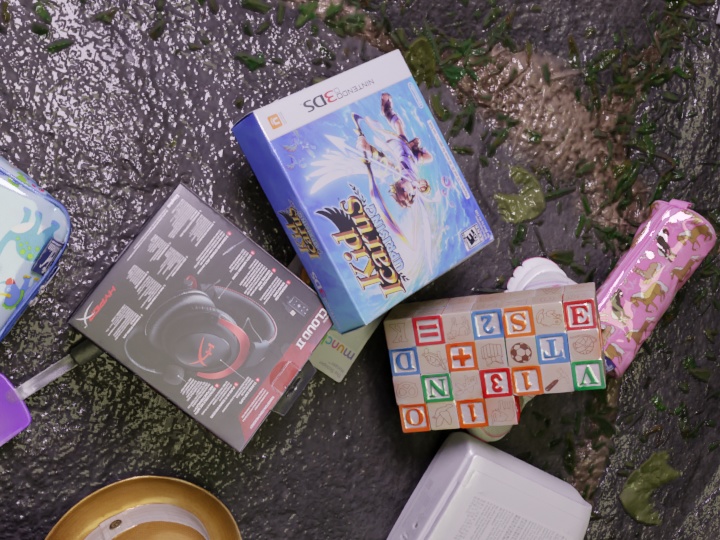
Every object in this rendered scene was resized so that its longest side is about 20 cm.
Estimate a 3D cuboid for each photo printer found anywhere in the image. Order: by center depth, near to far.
[{"bbox_3d":[0.141,0.277,1.013,0.199,0.069,0.167,28,94,-26],"label":"photo printer"}]

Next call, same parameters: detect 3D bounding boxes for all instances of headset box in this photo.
[{"bbox_3d":[-0.126,0.047,0.828,0.200,0.075,0.149,39,77,-13],"label":"headset box"}]

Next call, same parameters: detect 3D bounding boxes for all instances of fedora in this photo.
[{"bbox_3d":[-0.193,0.286,0.863,0.199,0.082,0.203,-5,102,-24],"label":"fedora"}]

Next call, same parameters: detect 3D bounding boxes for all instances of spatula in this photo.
[{"bbox_3d":[-0.260,0.084,0.829,0.199,0.021,0.057,-35,96,-19],"label":"spatula"}]

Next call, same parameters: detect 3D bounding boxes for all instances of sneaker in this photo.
[{"bbox_3d":[0.167,0.085,0.983,0.081,0.088,0.201,24,91,-25],"label":"sneaker"}]

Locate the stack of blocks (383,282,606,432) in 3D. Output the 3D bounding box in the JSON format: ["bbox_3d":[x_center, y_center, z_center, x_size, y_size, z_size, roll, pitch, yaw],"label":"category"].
[{"bbox_3d":[0.131,0.084,0.924,0.198,0.059,0.116,-7,102,16],"label":"stack of blocks"}]

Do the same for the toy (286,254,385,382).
[{"bbox_3d":[0.000,0.000,0.917,0.115,0.047,0.201,36,84,-24],"label":"toy"}]

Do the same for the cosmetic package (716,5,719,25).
[{"bbox_3d":[0.475,-0.299,0.991,0.089,0.200,0.108,9,98,-23],"label":"cosmetic package"}]

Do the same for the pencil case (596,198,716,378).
[{"bbox_3d":[0.297,0.018,1.035,0.083,0.087,0.200,38,82,6],"label":"pencil case"}]

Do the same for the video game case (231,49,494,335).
[{"bbox_3d":[0.009,-0.074,0.851,0.181,0.045,0.201,-31,95,-36],"label":"video game case"}]

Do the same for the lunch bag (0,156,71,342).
[{"bbox_3d":[-0.338,-0.032,0.744,0.200,0.082,0.161,39,86,-24],"label":"lunch bag"}]
